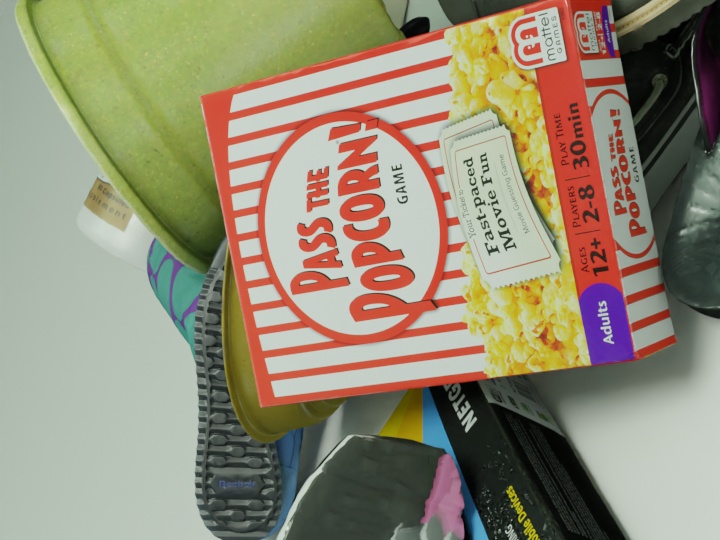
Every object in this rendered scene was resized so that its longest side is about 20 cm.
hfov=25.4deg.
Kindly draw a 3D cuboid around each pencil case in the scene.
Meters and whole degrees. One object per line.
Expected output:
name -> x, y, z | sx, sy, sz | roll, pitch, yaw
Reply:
pencil case -> -0.088, 0.024, 1.075 | 0.085, 0.093, 0.200 | -29, 23, -7

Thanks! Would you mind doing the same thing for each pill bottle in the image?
pill bottle -> -0.130, -0.098, 1.246 | 0.201, 0.114, 0.114 | -62, 24, 4

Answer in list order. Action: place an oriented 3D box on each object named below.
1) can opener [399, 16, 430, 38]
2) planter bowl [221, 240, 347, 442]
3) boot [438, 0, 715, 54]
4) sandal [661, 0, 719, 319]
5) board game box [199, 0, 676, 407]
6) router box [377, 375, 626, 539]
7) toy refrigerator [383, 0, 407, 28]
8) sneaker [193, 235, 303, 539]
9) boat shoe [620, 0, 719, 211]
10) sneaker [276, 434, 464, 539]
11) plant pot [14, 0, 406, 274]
can opener -> -0.007, -0.084, 1.054 | 0.200, 0.063, 0.079 | -41, 4, 25
planter bowl -> 0.000, 0.000, 0.868 | 0.200, 0.083, 0.202 | 8, -90, -74
boot -> 0.075, -0.165, 0.709 | 0.199, 0.139, 0.078 | -12, 33, 54
sandal -> 0.169, -0.080, 0.669 | 0.075, 0.048, 0.202 | -2, 67, 43
board game box -> 0.029, -0.026, 0.715 | 0.199, 0.046, 0.153 | -11, 91, 34
router box -> 0.045, 0.141, 0.719 | 0.150, 0.051, 0.200 | -58, 26, 17
toy refrigerator -> -0.015, -0.186, 1.150 | 0.076, 0.070, 0.201 | -32, 39, 50
sneaker -> -0.063, 0.061, 0.958 | 0.078, 0.065, 0.202 | -21, -64, -84
boat shoe -> 0.129, -0.085, 0.756 | 0.201, 0.063, 0.071 | -59, 24, 10
sneaker -> -0.023, 0.163, 0.689 | 0.201, 0.080, 0.086 | -67, 14, -12
plant pot -> -0.076, -0.132, 0.967 | 0.184, 0.201, 0.201 | -34, 29, 6
